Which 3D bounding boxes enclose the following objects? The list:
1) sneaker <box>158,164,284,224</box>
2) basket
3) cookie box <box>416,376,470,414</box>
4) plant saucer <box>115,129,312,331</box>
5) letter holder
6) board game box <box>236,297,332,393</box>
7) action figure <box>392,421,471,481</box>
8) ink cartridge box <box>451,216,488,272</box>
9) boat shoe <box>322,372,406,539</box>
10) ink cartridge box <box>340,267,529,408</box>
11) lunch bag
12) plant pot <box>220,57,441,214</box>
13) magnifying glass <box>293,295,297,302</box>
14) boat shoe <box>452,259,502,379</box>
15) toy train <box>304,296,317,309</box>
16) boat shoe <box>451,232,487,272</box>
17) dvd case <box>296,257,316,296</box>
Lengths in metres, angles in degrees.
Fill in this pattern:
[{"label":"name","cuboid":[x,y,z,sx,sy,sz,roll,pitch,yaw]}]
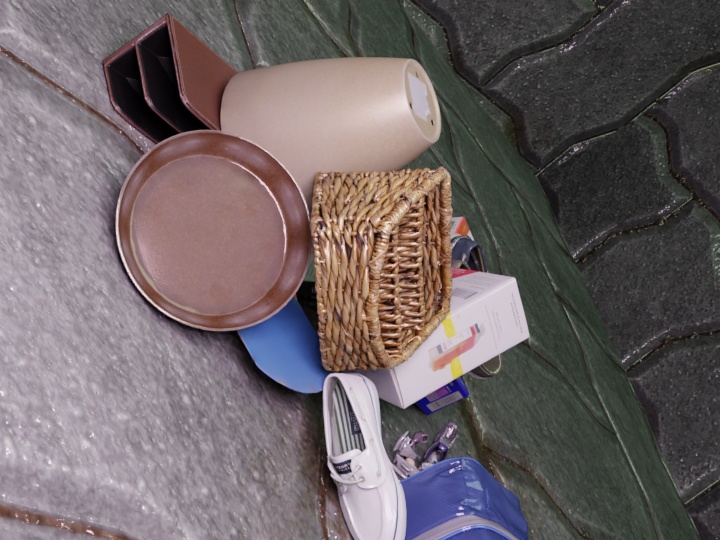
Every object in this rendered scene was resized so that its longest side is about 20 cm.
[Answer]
[{"label":"sneaker","cuboid":[-0.151,-0.066,1.098,0.200,0.079,0.095,30,12,-20]},{"label":"basket","cuboid":[0.028,0.006,1.075,0.143,0.148,0.200,-89,178,-56]},{"label":"cookie box","cuboid":[0.070,0.082,1.446,0.171,0.075,0.200,51,16,-62]},{"label":"plant saucer","cuboid":[-0.145,-0.038,1.014,0.201,0.200,0.034,57,-26,-6]},{"label":"letter holder","cuboid":[-0.184,-0.169,1.184,0.200,0.100,0.142,35,32,-52]},{"label":"board game box","cuboid":[-0.113,0.057,1.112,0.200,0.039,0.158,57,21,14]},{"label":"action figure","cuboid":[0.099,0.253,1.294,0.130,0.069,0.200,48,11,7]},{"label":"ink cartridge box","cuboid":[0.130,-0.021,1.547,0.109,0.050,0.200,-59,134,-40]},{"label":"boat shoe","cuboid":[-0.008,0.204,1.079,0.067,0.073,0.201,22,47,-55]},{"label":"ink cartridge box","cuboid":[0.080,0.076,1.252,0.145,0.200,0.084,13,-56,58]},{"label":"lunch bag","cuboid":[0.116,0.316,1.138,0.200,0.136,0.133,43,24,-43]},{"label":"plant pot","cuboid":[-0.020,-0.160,1.136,0.187,0.200,0.188,37,45,-51]},{"label":"magnifying glass","cuboid":[-0.097,-0.003,1.208,0.022,0.079,0.201,15,57,-63]},{"label":"boat shoe","cuboid":[0.150,0.069,1.410,0.072,0.060,0.202,-47,119,-36]},{"label":"toy train","cuboid":[-0.040,0.008,1.382,0.200,0.042,0.057,-69,136,-68]},{"label":"boat shoe","cuboid":[0.161,0.042,1.494,0.062,0.075,0.201,21,-55,49]},{"label":"dvd case","cuboid":[0.000,0.000,1.282,0.150,0.199,0.025,-67,160,-68]}]
